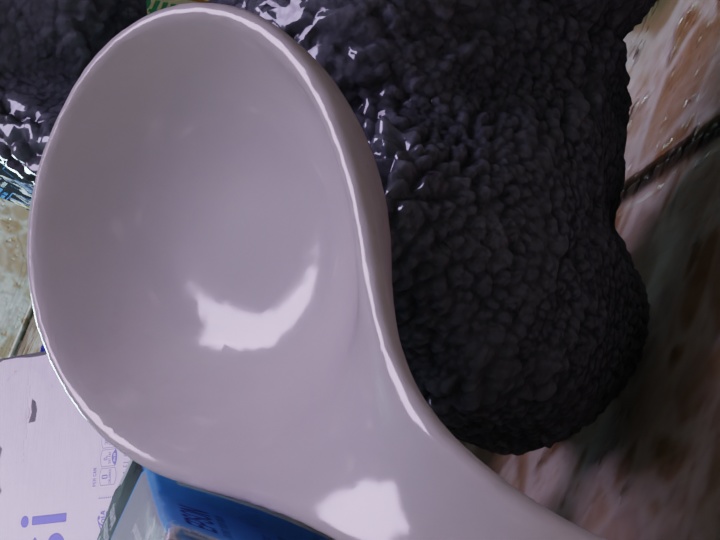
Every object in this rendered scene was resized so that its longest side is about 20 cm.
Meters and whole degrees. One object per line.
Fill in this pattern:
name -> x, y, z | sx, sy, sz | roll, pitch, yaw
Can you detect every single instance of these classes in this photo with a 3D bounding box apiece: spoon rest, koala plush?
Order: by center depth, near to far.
spoon rest -> -0.003, 0.019, 0.537 | 0.060, 0.200, 0.100 | 1, -59, -54
koala plush -> 0.028, -0.073, 0.669 | 0.183, 0.177, 0.201 | 32, 92, 42

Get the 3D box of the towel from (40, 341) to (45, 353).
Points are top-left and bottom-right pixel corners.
towel -> -0.058, 0.061, 0.852 | 0.200, 0.049, 0.149 | 41, 118, 53

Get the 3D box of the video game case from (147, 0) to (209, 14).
video game case -> -0.007, -0.149, 0.987 | 0.183, 0.199, 0.022 | -68, -26, -17

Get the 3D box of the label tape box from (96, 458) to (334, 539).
label tape box -> -0.057, 0.148, 0.585 | 0.143, 0.066, 0.201 | -156, 89, -81

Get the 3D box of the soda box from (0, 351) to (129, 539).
soda box -> -0.067, 0.123, 0.739 | 0.068, 0.063, 0.201 | -10, 72, 37

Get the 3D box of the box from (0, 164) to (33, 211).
box -> -0.122, -0.048, 1.275 | 0.200, 0.198, 0.050 | 159, 134, -77
